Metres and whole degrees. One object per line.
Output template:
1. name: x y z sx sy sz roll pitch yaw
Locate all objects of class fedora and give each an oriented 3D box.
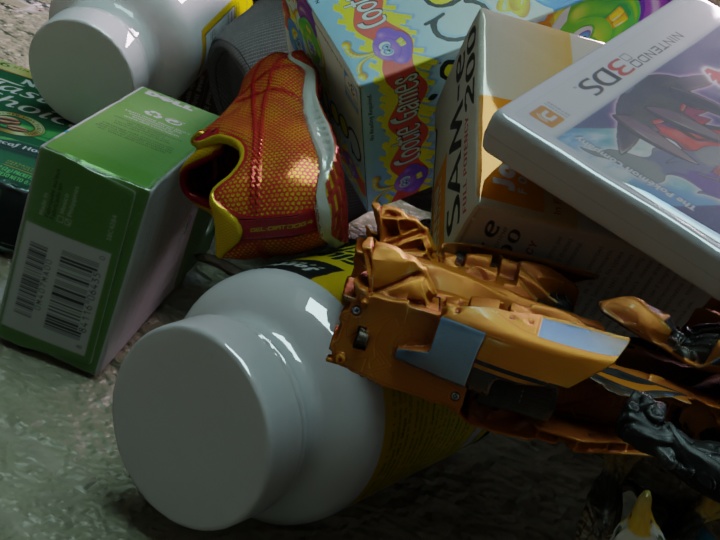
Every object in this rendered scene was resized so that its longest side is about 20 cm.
1. fedora: -0.029 -0.096 0.895 0.090 0.201 0.177 -36 20 -18

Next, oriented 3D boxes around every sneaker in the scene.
1. sneaker: -0.054 -0.065 0.708 0.077 0.073 0.200 -6 21 -5

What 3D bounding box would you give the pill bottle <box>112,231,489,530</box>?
1. pill bottle: -0.014 0.048 0.643 0.112 0.113 0.200 30 24 26

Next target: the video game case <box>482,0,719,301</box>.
1. video game case: 0.178 -0.040 0.586 0.200 0.023 0.182 35 42 20

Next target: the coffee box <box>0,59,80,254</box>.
1. coffee box: -0.213 -0.074 0.861 0.122 0.044 0.200 19 22 0

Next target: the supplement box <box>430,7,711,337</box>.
1. supplement box: 0.135 -0.032 0.652 0.199 0.074 0.127 13 50 -11

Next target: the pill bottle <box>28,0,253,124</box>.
1. pill bottle: -0.135 -0.172 0.924 0.104 0.105 0.200 22 39 8

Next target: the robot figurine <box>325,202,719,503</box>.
1. robot figurine: 0.089 0.032 0.539 0.199 0.059 0.145 15 14 -2

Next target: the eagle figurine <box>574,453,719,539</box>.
1. eagle figurine: 0.096 0.144 0.534 0.151 0.151 0.201 -13 37 36

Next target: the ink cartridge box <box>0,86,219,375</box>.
1. ink cartridge box: -0.121 -0.034 0.763 0.059 0.104 0.200 21 22 4

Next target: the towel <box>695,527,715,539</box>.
1. towel: 0.233 0.082 0.663 0.146 0.200 0.022 -2 46 -44

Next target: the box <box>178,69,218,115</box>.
1. box: -0.104 -0.126 1.041 0.199 0.075 0.100 19 22 -5

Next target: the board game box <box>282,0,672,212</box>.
1. board game box: 0.069 -0.134 0.760 0.199 0.103 0.105 -23 58 -12

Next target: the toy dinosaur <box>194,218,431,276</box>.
1. toy dinosaur: 0.000 0.000 0.862 0.088 0.048 0.199 14 13 38
